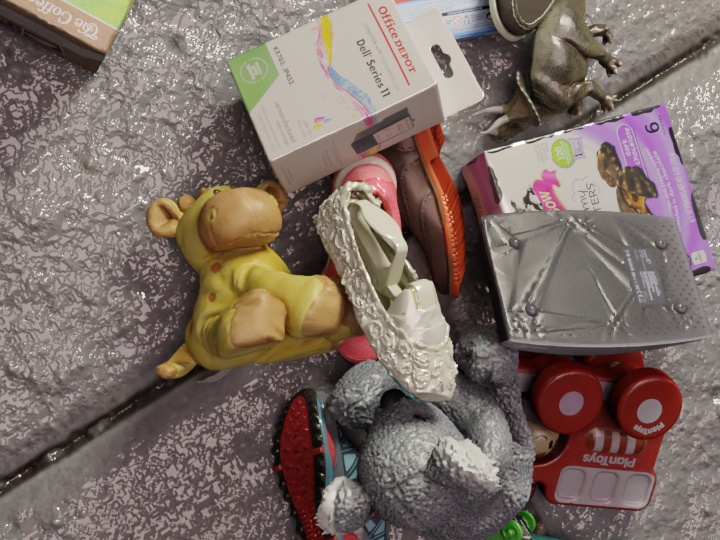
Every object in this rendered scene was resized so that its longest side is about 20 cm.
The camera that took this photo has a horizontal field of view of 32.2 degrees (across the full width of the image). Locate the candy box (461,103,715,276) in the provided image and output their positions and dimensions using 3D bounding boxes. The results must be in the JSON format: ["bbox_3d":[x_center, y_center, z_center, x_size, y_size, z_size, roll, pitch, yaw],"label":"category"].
[{"bbox_3d":[0.217,-0.050,1.197,0.198,0.072,0.169,-16,86,-16],"label":"candy box"}]

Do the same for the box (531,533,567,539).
[{"bbox_3d":[0.210,0.311,1.228,0.198,0.049,0.083,13,88,-16],"label":"box"}]

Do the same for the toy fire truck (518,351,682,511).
[{"bbox_3d":[0.206,0.153,1.201,0.198,0.112,0.170,6,108,-16],"label":"toy fire truck"}]

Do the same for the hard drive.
[{"bbox_3d":[0.202,0.013,1.102,0.198,0.042,0.136,0,61,-20],"label":"hard drive"}]

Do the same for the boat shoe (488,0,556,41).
[{"bbox_3d":[0.177,-0.307,1.168,0.072,0.060,0.203,35,65,-33],"label":"boat shoe"}]

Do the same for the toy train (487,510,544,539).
[{"bbox_3d":[0.109,0.203,1.168,0.042,0.056,0.201,-12,67,-56],"label":"toy train"}]

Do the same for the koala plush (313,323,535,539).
[{"bbox_3d":[0.058,0.161,1.048,0.176,0.200,0.186,-19,89,17],"label":"koala plush"}]

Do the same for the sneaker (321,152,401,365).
[{"bbox_3d":[0.000,0.000,1.120,0.073,0.087,0.202,-1,110,-7],"label":"sneaker"}]

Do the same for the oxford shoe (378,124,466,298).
[{"bbox_3d":[0.053,-0.068,1.174,0.072,0.071,0.202,-12,100,14],"label":"oxford shoe"}]

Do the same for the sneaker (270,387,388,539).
[{"bbox_3d":[-0.018,0.205,1.157,0.095,0.079,0.202,-12,89,-43],"label":"sneaker"}]

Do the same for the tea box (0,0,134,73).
[{"bbox_3d":[-0.261,-0.300,1.028,0.199,0.134,0.198,26,85,-16],"label":"tea box"}]

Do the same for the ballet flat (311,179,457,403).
[{"bbox_3d":[0.023,0.011,1.002,0.071,0.072,0.201,-25,68,-14],"label":"ballet flat"}]

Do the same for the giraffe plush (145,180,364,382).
[{"bbox_3d":[-0.099,-0.003,1.084,0.172,0.199,0.164,0,73,-50],"label":"giraffe plush"}]

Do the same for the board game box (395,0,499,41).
[{"bbox_3d":[0.073,-0.317,1.177,0.150,0.037,0.202,-13,96,-16],"label":"board game box"}]

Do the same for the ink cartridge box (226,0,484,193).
[{"bbox_3d":[-0.003,-0.167,1.096,0.198,0.067,0.118,-25,65,-1],"label":"ink cartridge box"}]

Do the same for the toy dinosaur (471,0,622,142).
[{"bbox_3d":[0.196,-0.205,1.192,0.102,0.077,0.202,19,95,-33],"label":"toy dinosaur"}]
